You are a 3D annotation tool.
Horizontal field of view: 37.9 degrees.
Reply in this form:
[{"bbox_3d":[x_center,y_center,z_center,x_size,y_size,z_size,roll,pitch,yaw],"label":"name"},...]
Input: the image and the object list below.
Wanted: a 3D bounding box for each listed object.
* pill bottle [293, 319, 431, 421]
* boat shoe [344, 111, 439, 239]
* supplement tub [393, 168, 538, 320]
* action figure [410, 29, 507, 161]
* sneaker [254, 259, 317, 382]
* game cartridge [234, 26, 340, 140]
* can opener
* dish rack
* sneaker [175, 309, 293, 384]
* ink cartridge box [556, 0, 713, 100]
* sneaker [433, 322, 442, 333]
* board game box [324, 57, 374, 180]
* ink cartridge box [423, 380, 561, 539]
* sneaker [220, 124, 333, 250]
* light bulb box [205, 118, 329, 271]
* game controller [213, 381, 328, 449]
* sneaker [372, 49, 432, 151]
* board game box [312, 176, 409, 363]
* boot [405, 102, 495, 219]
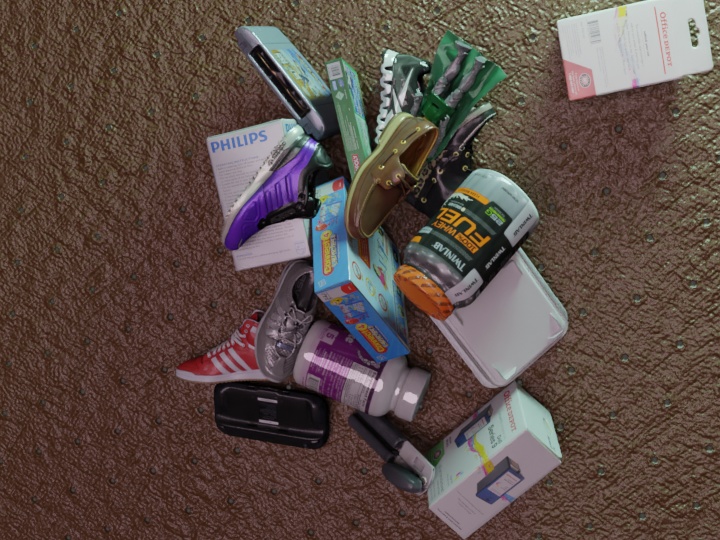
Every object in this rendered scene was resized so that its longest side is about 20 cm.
[{"bbox_3d":[0.005,0.161,1.643,0.199,0.112,0.113,22,104,10],"label":"pill bottle"},{"bbox_3d":[0.043,-0.131,1.456,0.067,0.072,0.200,17,71,38],"label":"boat shoe"},{"bbox_3d":[0.145,-0.034,1.461,0.122,0.123,0.200,40,77,5],"label":"supplement tub"},{"bbox_3d":[0.111,-0.231,1.513,0.118,0.055,0.200,45,118,27],"label":"action figure"},{"bbox_3d":[-0.112,0.076,1.638,0.075,0.082,0.201,16,82,-21],"label":"sneaker"},{"bbox_3d":[-0.100,-0.287,1.582,0.042,0.133,0.200,-39,90,25],"label":"game cartridge"},{"bbox_3d":[0.039,0.274,1.628,0.200,0.067,0.053,40,111,41],"label":"can opener"},{"bbox_3d":[0.212,0.069,1.548,0.172,0.044,0.200,-40,113,-3],"label":"dish rack"},{"bbox_3d":[-0.210,0.123,1.714,0.199,0.071,0.113,-4,102,8],"label":"sneaker"},{"bbox_3d":[0.389,-0.317,1.485,0.199,0.067,0.117,-8,97,17],"label":"ink cartridge box"},{"bbox_3d":[0.116,0.022,1.579,0.074,0.087,0.200,14,126,32],"label":"sneaker"},{"bbox_3d":[-0.006,-0.206,1.561,0.029,0.135,0.201,-13,90,8],"label":"board game box"},{"bbox_3d":[0.197,0.285,1.589,0.200,0.145,0.088,-41,108,17],"label":"ink cartridge box"},{"bbox_3d":[-0.110,-0.093,1.448,0.099,0.070,0.200,37,103,1],"label":"sneaker"},{"bbox_3d":[-0.125,-0.120,1.585,0.124,0.198,0.201,-11,96,13],"label":"light bulb box"},{"bbox_3d":[-0.149,0.237,1.728,0.199,0.042,0.105,7,110,13],"label":"game controller"},{"bbox_3d":[0.071,-0.231,1.583,0.090,0.066,0.201,6,99,16],"label":"sneaker"},{"bbox_3d":[0.000,0.000,1.531,0.056,0.200,0.196,-20,137,18],"label":"board game box"},{"bbox_3d":[0.162,-0.138,1.571,0.200,0.073,0.151,-43,86,21],"label":"boot"}]
